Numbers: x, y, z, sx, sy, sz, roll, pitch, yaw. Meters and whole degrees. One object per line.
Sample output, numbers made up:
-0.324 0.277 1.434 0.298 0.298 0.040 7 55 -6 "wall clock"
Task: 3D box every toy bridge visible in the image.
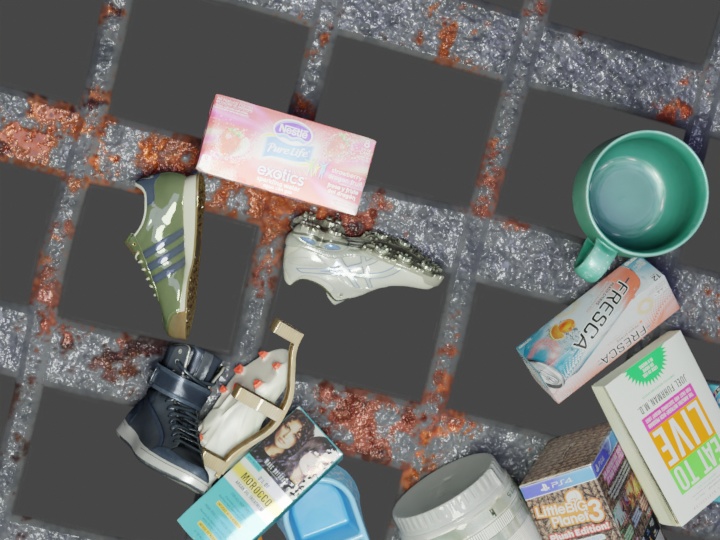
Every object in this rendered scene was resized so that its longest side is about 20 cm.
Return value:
-0.121 0.159 1.710 0.067 0.027 0.201 30 89 -18 "toy bridge"

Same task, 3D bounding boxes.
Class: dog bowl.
-0.037 0.339 1.788 0.111 0.050 0.201 -19 97 -5 "dog bowl"

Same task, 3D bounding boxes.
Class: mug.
0.323 -0.086 1.763 0.184 0.114 0.153 -22 92 -4 "mug"

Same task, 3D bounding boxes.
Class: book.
0.385 0.194 1.777 0.133 0.048 0.201 -32 99 -21 "book"

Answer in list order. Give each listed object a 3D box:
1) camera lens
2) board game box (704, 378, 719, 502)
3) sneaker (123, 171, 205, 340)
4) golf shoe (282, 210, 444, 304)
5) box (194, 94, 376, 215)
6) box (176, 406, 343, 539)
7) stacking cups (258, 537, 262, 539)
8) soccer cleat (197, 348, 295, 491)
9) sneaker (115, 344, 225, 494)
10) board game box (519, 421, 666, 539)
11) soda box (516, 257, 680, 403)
0.148 0.346 1.756 0.159 0.160 0.201 -31 97 -4 "camera lens"
0.460 0.220 1.842 0.199 0.047 0.152 9 94 -8 "board game box"
-0.240 -0.021 1.730 0.089 0.067 0.202 6 96 3 "sneaker"
0.000 0.000 1.765 0.199 0.078 0.098 17 109 -3 "golf shoe"
-0.092 -0.138 1.716 0.199 0.103 0.095 16 93 -7 "box"
-0.119 0.262 1.726 0.200 0.049 0.082 -43 82 -9 "box"
-0.139 0.363 1.779 0.060 0.061 0.201 -11 90 -6 "stacking cups"
-0.147 0.181 1.759 0.200 0.069 0.078 -47 127 -8 "soccer cleat"
-0.204 0.167 1.684 0.077 0.202 0.147 37 86 -34 "sneaker"
0.293 0.311 1.756 0.096 0.159 0.201 -21 95 24 "board game box"
0.297 0.071 1.790 0.200 0.064 0.069 -38 129 -3 "soda box"
